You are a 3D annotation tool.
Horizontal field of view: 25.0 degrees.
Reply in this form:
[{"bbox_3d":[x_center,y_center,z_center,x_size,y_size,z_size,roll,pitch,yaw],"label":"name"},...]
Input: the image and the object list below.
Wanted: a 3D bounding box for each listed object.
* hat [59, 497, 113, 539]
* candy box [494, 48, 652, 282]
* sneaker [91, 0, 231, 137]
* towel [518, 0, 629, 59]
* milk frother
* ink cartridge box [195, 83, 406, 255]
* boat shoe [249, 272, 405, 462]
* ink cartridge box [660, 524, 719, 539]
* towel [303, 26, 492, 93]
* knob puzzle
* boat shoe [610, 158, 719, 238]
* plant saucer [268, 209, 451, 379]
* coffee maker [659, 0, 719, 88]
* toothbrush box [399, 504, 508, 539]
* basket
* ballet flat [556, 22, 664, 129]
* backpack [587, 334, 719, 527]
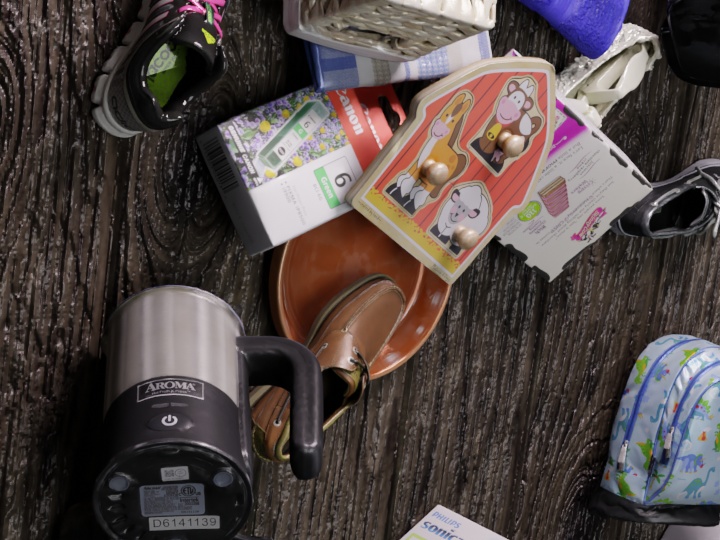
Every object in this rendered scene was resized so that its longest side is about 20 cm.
[{"bbox_3d":[-0.196,0.233,1.314,0.081,0.201,0.201,-14,120,12],"label":"hat"},{"bbox_3d":[0.158,-0.093,1.494,0.136,0.061,0.200,-42,130,13],"label":"candy box"},{"bbox_3d":[-0.131,-0.188,1.248,0.074,0.087,0.200,33,81,-40],"label":"sneaker"},{"bbox_3d":[0.183,-0.300,1.475,0.200,0.049,0.148,29,68,-41],"label":"towel"},{"bbox_3d":[-0.127,0.152,1.271,0.180,0.188,0.200,13,124,-14],"label":"milk frother"},{"bbox_3d":[-0.027,-0.102,1.358,0.200,0.050,0.109,-27,94,-30],"label":"ink cartridge box"},{"bbox_3d":[-0.020,0.088,1.391,0.200,0.068,0.072,-50,126,-16],"label":"boat shoe"},{"bbox_3d":[0.446,0.323,1.867,0.200,0.084,0.145,40,76,-38],"label":"ink cartridge box"},{"bbox_3d":[0.026,-0.232,1.379,0.199,0.024,0.148,-14,94,-37],"label":"towel"},{"bbox_3d":[0.102,-0.094,1.375,0.219,0.030,0.220,-23,133,-27],"label":"knob puzzle"},{"bbox_3d":[0.346,-0.071,1.681,0.199,0.068,0.074,-8,108,-38],"label":"boat shoe"},{"bbox_3d":[0.000,0.000,1.446,0.200,0.032,0.201,-12,109,-36],"label":"plant saucer"},{"bbox_3d":[0.382,-0.275,1.577,0.192,0.134,0.201,40,59,-32],"label":"coffee maker"},{"bbox_3d":[0.064,0.333,1.520,0.200,0.145,0.086,-37,122,-24],"label":"toothbrush box"},{"bbox_3d":[0.029,-0.281,1.293,0.135,0.123,0.201,8,81,-37],"label":"basket"},{"bbox_3d":[0.217,-0.167,1.553,0.200,0.072,0.072,-48,127,-17],"label":"ballet flat"},{"bbox_3d":[0.340,0.169,1.714,0.163,0.154,0.201,9,84,-34],"label":"backpack"}]
